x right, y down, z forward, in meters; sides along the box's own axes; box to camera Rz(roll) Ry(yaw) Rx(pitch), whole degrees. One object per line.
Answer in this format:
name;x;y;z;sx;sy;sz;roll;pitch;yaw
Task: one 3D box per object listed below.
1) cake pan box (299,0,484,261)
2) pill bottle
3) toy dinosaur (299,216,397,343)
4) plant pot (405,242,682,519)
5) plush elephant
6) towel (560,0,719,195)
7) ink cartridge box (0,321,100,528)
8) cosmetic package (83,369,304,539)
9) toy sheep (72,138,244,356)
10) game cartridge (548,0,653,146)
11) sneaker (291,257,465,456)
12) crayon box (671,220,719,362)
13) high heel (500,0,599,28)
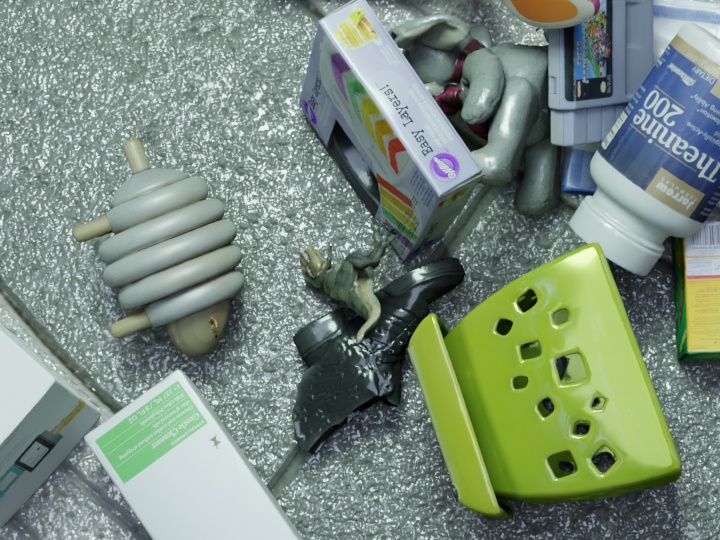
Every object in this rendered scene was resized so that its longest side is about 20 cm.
cake pan box;0.021;-0.117;1.441;0.052;0.200;0.185;-29;81;-14
pill bottle;0.266;-0.100;1.412;0.111;0.111;0.200;35;105;9
toy dinosaur;0.000;0.000;1.432;0.047;0.200;0.088;28;96;-20
plant pot;0.151;0.108;1.394;0.181;0.200;0.200;-19;79;5
plush elephant;0.095;-0.161;1.469;0.154;0.165;0.201;10;92;26
towel;0.266;-0.158;1.525;0.146;0.024;0.201;9;79;6
ink cartridge box;-0.336;0.116;1.411;0.147;0.200;0.146;40;82;9
cosmetic package;-0.137;0.200;1.442;0.107;0.085;0.200;-37;78;-6
toy sheep;-0.173;-0.019;1.467;0.137;0.138;0.201;-22;97;-2
game cartridge;0.211;-0.212;1.439;0.038;0.129;0.201;7;103;39
sneaker;0.018;0.075;1.474;0.199;0.060;0.105;-26;77;3
crayon box;0.380;0.017;1.465;0.199;0.058;0.119;-1;79;3
high heel;0.136;-0.265;1.401;0.200;0.067;0.096;20;58;41
